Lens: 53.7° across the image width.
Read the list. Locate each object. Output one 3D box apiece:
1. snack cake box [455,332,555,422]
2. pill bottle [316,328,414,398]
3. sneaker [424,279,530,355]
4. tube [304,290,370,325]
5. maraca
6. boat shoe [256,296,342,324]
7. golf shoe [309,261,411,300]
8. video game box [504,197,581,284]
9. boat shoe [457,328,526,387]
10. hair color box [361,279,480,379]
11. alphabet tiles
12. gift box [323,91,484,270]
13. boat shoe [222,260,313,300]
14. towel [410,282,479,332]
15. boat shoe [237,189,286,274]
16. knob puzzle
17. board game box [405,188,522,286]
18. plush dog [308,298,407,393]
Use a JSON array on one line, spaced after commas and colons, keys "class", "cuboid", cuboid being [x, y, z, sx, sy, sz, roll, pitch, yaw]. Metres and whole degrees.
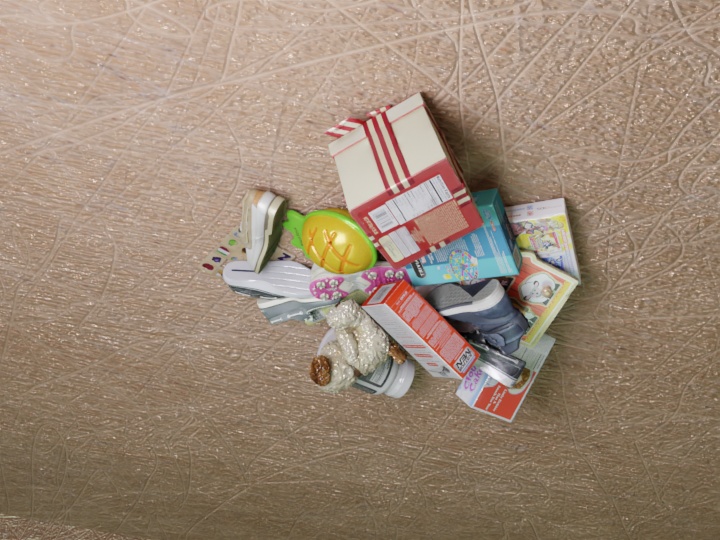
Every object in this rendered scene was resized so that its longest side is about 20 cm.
[{"class": "snack cake box", "cuboid": [0.298, 0.197, 1.458, 0.115, 0.067, 0.200, 24, 96, -29]}, {"class": "pill bottle", "cuboid": [0.012, 0.207, 1.575, 0.200, 0.116, 0.116, 26, 137, -22]}, {"class": "sneaker", "cuboid": [0.211, 0.090, 1.284, 0.146, 0.077, 0.202, 45, 154, -23]}, {"class": "tube", "cuboid": [-0.030, 0.056, 1.452, 0.200, 0.058, 0.052, -23, 99, 25]}, {"class": "maraca", "cuboid": [-0.056, -0.055, 1.276, 0.200, 0.107, 0.137, 11, 135, 35]}, {"class": "boat shoe", "cuboid": [-0.115, 0.070, 1.436, 0.199, 0.073, 0.062, -9, 112, 28]}, {"class": "golf shoe", "cuboid": [0.000, 0.000, 1.352, 0.199, 0.092, 0.075, -4, 133, -5]}, {"class": "video game box", "cuboid": [0.293, -0.038, 1.288, 0.182, 0.047, 0.200, -6, 140, 21]}, {"class": "boat shoe", "cuboid": [0.224, 0.145, 1.376, 0.200, 0.068, 0.072, 32, -172, 19]}, {"class": "hair color box", "cuboid": [0.107, 0.108, 1.284, 0.200, 0.064, 0.111, 46, 161, -12]}, {"class": "alphabet tiles", "cuboid": [-0.202, -0.004, 1.431, 0.200, 0.008, 0.167, 28, 136, -26]}, {"class": "gift box", "cuboid": [0.052, -0.138, 1.082, 0.200, 0.187, 0.185, -23, 137, 10]}, {"class": "boat shoe", "cuboid": [-0.171, 0.022, 1.411, 0.199, 0.072, 0.071, 10, 151, 12]}, {"class": "towel", "cuboid": [0.171, 0.069, 1.396, 0.200, 0.032, 0.191, 34, 138, -7]}, {"class": "boat shoe", "cuboid": [-0.186, -0.074, 1.298, 0.068, 0.075, 0.200, 27, 138, 4]}, {"class": "knob puzzle", "cuboid": [0.263, 0.045, 1.293, 0.219, 0.030, 0.220, 8, 125, 12]}, {"class": "board game box", "cuboid": [0.160, -0.052, 1.227, 0.200, 0.047, 0.151, -7, 127, 30]}, {"class": "plush dog", "cuboid": [-0.019, 0.171, 1.390, 0.172, 0.161, 0.200, -43, 160, 1]}]
